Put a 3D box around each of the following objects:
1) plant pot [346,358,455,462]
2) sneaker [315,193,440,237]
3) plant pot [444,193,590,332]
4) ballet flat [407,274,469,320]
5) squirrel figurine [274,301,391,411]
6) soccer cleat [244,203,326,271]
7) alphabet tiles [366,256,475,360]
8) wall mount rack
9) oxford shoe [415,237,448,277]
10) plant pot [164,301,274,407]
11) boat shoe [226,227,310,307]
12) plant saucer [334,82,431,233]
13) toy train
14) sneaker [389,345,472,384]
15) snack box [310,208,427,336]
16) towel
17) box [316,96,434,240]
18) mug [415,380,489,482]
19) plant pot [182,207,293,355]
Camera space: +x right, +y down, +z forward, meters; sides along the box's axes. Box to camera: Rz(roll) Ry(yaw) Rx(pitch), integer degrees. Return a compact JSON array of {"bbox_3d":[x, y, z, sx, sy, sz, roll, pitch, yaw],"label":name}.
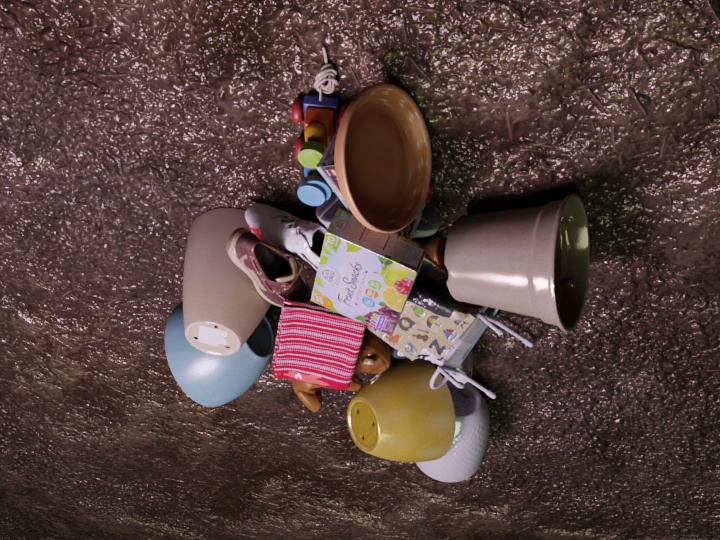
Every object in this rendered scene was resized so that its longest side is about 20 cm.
[{"bbox_3d":[0.060,0.270,1.722,0.141,0.202,0.200,-9,155,-36],"label":"plant pot"},{"bbox_3d":[0.033,-0.077,1.461,0.198,0.071,0.081,5,148,19],"label":"sneaker"},{"bbox_3d":[0.233,-0.015,1.402,0.182,0.202,0.201,3,142,29],"label":"plant pot"},{"bbox_3d":[0.079,0.036,1.467,0.198,0.066,0.057,22,114,10],"label":"ballet flat"},{"bbox_3d":[-0.045,0.138,1.667,0.185,0.142,0.201,-12,129,37],"label":"squirrel figurine"},{"bbox_3d":[-0.096,-0.056,1.479,0.199,0.069,0.085,35,151,7],"label":"soccer cleat"},{"bbox_3d":[0.080,0.054,1.514,0.199,0.006,0.167,35,116,-5],"label":"alphabet tiles"},{"bbox_3d":[0.215,0.147,1.611,0.201,0.074,0.173,-55,151,8],"label":"wall mount rack"},{"bbox_3d":[0.121,0.034,1.552,0.072,0.072,0.202,-5,120,21],"label":"oxford shoe"},{"bbox_3d":[-0.234,0.130,1.669,0.134,0.202,0.200,-21,131,28],"label":"plant pot"},{"bbox_3d":[-0.130,0.005,1.472,0.072,0.073,0.200,14,155,40],"label":"boat shoe"},{"bbox_3d":[0.028,-0.153,1.268,0.037,0.201,0.201,2,144,39],"label":"plant saucer"},{"bbox_3d":[-0.062,-0.195,1.295,0.084,0.117,0.201,6,141,6],"label":"toy train"},{"bbox_3d":[0.117,0.137,1.680,0.128,0.080,0.200,-12,135,28],"label":"sneaker"},{"bbox_3d":[0.008,0.007,1.369,0.141,0.053,0.201,24,148,5],"label":"snack box"},{"bbox_3d":[-0.073,0.131,1.563,0.143,0.023,0.201,12,138,-2],"label":"towel"},{"bbox_3d":[0.027,-0.132,1.330,0.040,0.138,0.200,0,143,38],"label":"box"},{"bbox_3d":[0.160,0.290,1.821,0.199,0.147,0.176,32,141,24],"label":"mug"},{"bbox_3d":[-0.222,0.033,1.543,0.185,0.201,0.188,7,141,6],"label":"plant pot"}]
